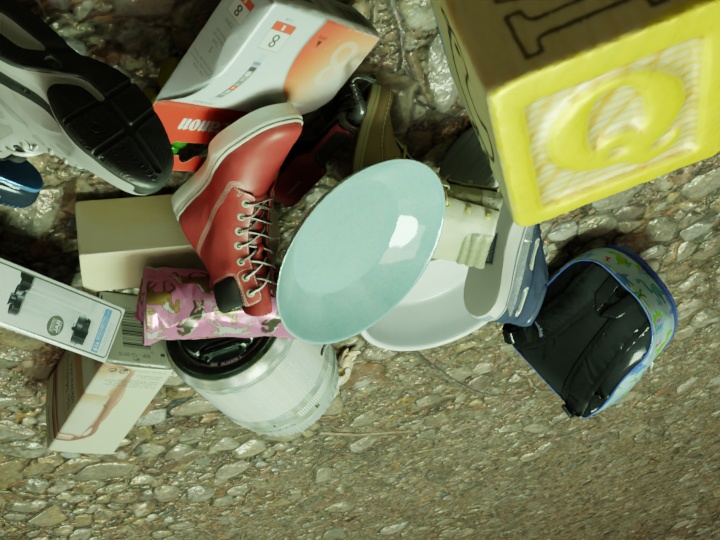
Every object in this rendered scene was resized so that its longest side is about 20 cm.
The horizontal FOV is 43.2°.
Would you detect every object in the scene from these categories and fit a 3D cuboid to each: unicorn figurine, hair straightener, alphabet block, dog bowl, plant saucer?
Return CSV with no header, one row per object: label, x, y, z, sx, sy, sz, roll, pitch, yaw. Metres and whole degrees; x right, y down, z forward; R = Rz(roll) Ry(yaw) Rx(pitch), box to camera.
unicorn figurine,-0.093,0.178,1.278,0.198,0.075,0.138,-12,157,-19
hair straightener,-0.036,-0.136,0.865,0.041,0.078,0.200,22,149,-15
alphabet block,0.177,-0.192,0.761,0.195,0.202,0.196,-21,146,7
dog bowl,0.084,0.013,1.123,0.198,0.079,0.201,-12,146,-8
plant saucer,-0.006,-0.023,0.854,0.200,0.039,0.202,-29,141,-26

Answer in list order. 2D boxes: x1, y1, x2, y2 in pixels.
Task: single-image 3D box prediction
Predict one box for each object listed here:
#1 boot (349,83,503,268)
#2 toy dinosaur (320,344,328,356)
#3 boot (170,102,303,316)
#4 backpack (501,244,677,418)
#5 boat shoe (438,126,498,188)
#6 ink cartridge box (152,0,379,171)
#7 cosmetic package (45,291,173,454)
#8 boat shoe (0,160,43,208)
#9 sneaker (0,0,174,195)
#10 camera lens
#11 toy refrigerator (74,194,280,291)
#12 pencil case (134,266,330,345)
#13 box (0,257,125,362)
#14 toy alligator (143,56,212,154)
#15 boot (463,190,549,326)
boot,0.067,-0.089,0.911,0.153,0.072,0.202,8,131,7
toy dinosaur,0.000,0.000,1.024,0.200,0.102,0.077,-45,154,-8
boot,-0.089,-0.043,0.802,0.072,0.145,0.200,-14,163,-38
backpack,0.326,0.070,1.233,0.146,0.183,0.201,-20,151,-41
boat shoe,0.161,-0.135,0.955,0.062,0.073,0.200,9,137,-43
ink cartridge box,-0.092,-0.145,0.764,0.200,0.050,0.162,-52,159,23
cosmetic package,-0.304,0.126,1.087,0.086,0.104,0.200,10,136,-33
boat shoe,-0.373,-0.094,0.768,0.199,0.084,0.069,23,112,-27
sneaker,-0.236,-0.114,0.730,0.076,0.200,0.116,-45,174,-40
camera lens,-0.123,0.093,1.068,0.158,0.161,0.200,-22,147,7
toy refrigerator,-0.189,-0.035,0.940,0.198,0.071,0.076,-6,152,-16
pencil case,-0.127,0.033,0.918,0.198,0.083,0.087,-1,135,-14
box,-0.350,0.026,0.906,0.116,0.061,0.199,11,167,41
toy alligator,-0.172,-0.128,0.823,0.059,0.055,0.200,15,135,-38
boot,0.177,-0.038,1.028,0.090,0.072,0.202,13,93,-42
